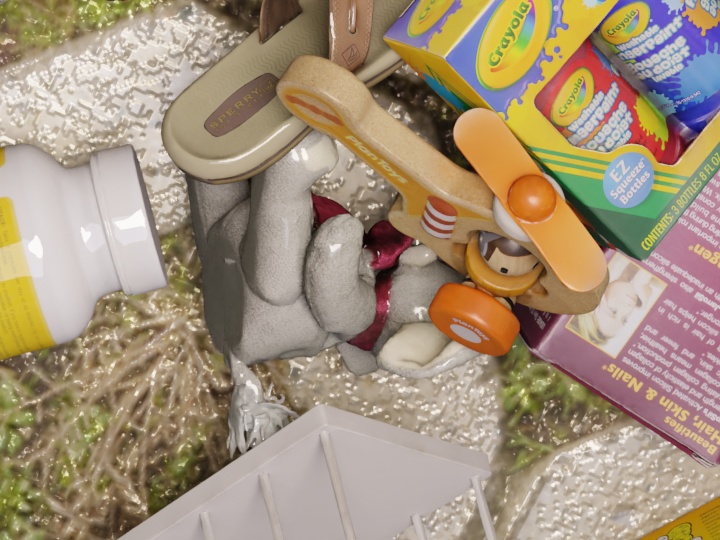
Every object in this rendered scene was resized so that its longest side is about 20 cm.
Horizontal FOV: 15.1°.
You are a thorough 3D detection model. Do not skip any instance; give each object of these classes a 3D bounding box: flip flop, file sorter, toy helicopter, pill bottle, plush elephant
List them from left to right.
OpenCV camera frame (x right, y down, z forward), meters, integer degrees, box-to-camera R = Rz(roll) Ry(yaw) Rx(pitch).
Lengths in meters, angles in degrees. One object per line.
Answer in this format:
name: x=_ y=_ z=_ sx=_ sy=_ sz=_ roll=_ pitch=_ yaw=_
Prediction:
pill bottle: x=-0.210 y=-0.005 z=1.468 sx=0.199 sy=0.112 sz=0.112 roll=-14 pitch=106 yaw=-1
file sorter: x=-0.031 y=0.184 z=1.466 sx=0.200 sy=0.125 sz=0.139 roll=-35 pitch=145 yaw=30
flip flop: x=-0.024 y=-0.126 z=1.365 sx=0.200 sy=0.081 sz=0.058 roll=-41 pitch=146 yaw=-12
plush elephant: x=0.000 y=0.000 z=1.470 sx=0.154 sy=0.165 sz=0.201 roll=-5 pitch=95 yaw=-23
toy helicopter: x=0.043 y=-0.039 z=1.326 sx=0.200 sy=0.132 sz=0.079 roll=37 pitch=72 yaw=-22

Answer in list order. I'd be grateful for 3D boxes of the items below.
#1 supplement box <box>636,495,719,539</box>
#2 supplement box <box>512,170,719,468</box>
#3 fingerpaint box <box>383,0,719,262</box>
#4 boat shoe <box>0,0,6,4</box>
supplement box: x=0.236 y=0.207 z=1.521 sx=0.109 sy=0.200 sz=0.109 roll=-28 pitch=105 yaw=2
supplement box: x=0.193 y=-0.015 z=1.509 sx=0.131 sy=0.103 sz=0.200 roll=33 pitch=99 yaw=-14
fingerpaint box: x=0.139 y=-0.135 z=1.368 sx=0.200 sy=0.073 sz=0.167 roll=-50 pitch=118 yaw=-7
boat shoe: x=-0.270 y=-0.114 z=1.456 sx=0.201 sy=0.072 sz=0.060 roll=-24 pitch=105 yaw=8
